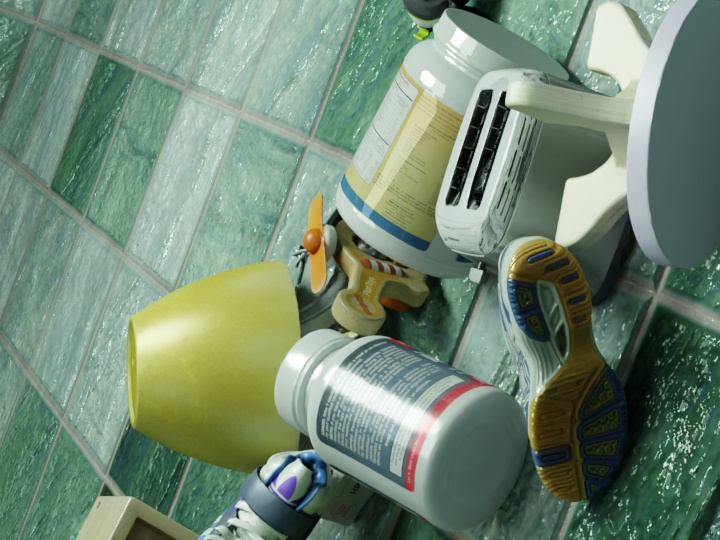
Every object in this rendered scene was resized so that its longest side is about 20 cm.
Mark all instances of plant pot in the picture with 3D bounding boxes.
[{"bbox_3d":[-0.140,0.091,1.598,0.200,0.141,0.201,179,90,-78],"label":"plant pot"}]

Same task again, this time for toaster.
[{"bbox_3d":[0.147,-0.077,1.378,0.114,0.129,0.201,17,89,64],"label":"toaster"}]

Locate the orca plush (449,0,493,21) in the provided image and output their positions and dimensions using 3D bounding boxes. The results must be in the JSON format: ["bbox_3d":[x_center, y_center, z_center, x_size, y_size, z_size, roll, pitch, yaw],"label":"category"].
[{"bbox_3d":[0.099,-0.152,1.637,0.105,0.071,0.201,63,-137,-60],"label":"orca plush"}]

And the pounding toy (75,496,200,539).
[{"bbox_3d":[-0.220,0.360,1.787,0.142,0.200,0.185,-12,48,61],"label":"pounding toy"}]

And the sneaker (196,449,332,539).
[{"bbox_3d":[-0.096,0.220,1.471,0.200,0.080,0.147,-31,-26,-55],"label":"sneaker"}]

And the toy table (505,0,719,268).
[{"bbox_3d":[0.206,-0.105,1.254,0.117,0.184,0.201,7,73,47],"label":"toy table"}]

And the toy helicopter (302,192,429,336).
[{"bbox_3d":[0.000,0.000,1.563,0.079,0.132,0.200,-59,5,23],"label":"toy helicopter"}]

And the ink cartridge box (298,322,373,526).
[{"bbox_3d":[-0.021,0.154,1.628,0.115,0.068,0.200,-57,28,27],"label":"ink cartridge box"}]

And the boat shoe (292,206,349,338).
[{"bbox_3d":[-0.034,-0.006,1.664,0.070,0.072,0.201,-22,20,32],"label":"boat shoe"}]

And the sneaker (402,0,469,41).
[{"bbox_3d":[0.099,-0.317,1.704,0.200,0.072,0.083,-56,-18,-10],"label":"sneaker"}]

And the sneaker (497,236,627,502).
[{"bbox_3d":[0.148,0.069,1.300,0.088,0.075,0.201,-131,32,-79],"label":"sneaker"}]

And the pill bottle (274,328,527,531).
[{"bbox_3d":[0.027,0.121,1.423,0.200,0.119,0.120,24,95,42],"label":"pill bottle"}]

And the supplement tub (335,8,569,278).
[{"bbox_3d":[0.081,-0.110,1.516,0.201,0.144,0.145,-61,27,19],"label":"supplement tub"}]

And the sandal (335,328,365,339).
[{"bbox_3d":[0.008,0.086,1.550,0.212,0.077,0.070,43,146,43],"label":"sandal"}]
